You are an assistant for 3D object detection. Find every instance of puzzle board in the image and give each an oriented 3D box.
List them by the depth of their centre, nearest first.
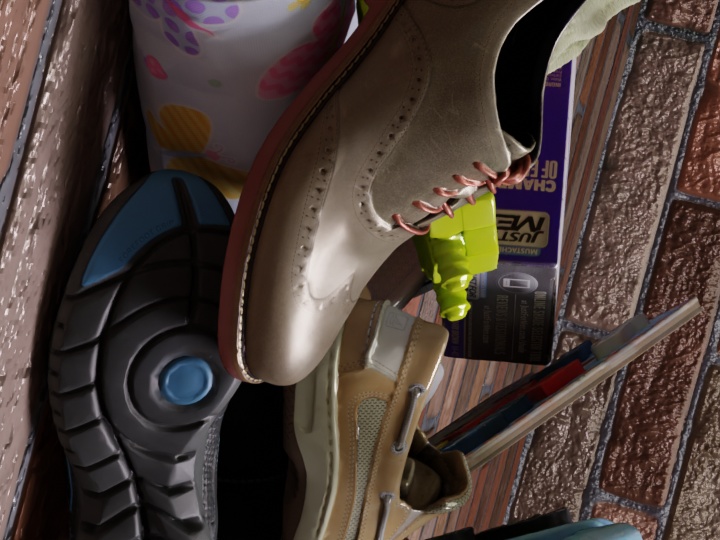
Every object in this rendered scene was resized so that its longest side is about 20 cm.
[{"bbox_3d":[0.070,0.077,1.199,0.200,0.017,0.151,-30,179,-39],"label":"puzzle board"}]

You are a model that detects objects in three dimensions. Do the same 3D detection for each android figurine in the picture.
[{"bbox_3d":[0.024,-0.078,1.048,0.182,0.041,0.201,88,-10,-75],"label":"android figurine"}]

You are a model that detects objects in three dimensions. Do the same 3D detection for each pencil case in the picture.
[{"bbox_3d":[-0.036,-0.073,0.835,0.091,0.083,0.200,-54,161,-26],"label":"pencil case"}]

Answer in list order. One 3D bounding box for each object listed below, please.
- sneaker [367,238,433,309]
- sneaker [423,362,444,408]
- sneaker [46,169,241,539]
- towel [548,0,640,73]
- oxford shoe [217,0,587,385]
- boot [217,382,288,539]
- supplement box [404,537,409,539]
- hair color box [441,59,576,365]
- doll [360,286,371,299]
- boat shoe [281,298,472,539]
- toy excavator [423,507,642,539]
[{"bbox_3d":[0.018,-0.006,1.288,0.200,0.070,0.099,-70,165,-48],"label":"sneaker"},{"bbox_3d":[-0.022,0.087,1.148,0.080,0.070,0.200,-64,-176,-23],"label":"sneaker"},{"bbox_3d":[-0.084,0.048,0.860,0.082,0.073,0.201,-110,-154,-60],"label":"sneaker"},{"bbox_3d":[0.062,-0.189,1.026,0.148,0.036,0.201,-45,115,-52],"label":"towel"},{"bbox_3d":[0.016,-0.039,0.775,0.070,0.075,0.200,-11,130,-64],"label":"oxford shoe"},{"bbox_3d":[-0.058,0.076,0.981,0.163,0.073,0.199,98,5,-49],"label":"boot"},{"bbox_3d":[-0.011,0.184,1.182,0.069,0.066,0.200,-55,-170,-20],"label":"supplement box"},{"bbox_3d":[0.082,-0.063,1.240,0.109,0.065,0.201,86,8,-60],"label":"hair color box"},{"bbox_3d":[-0.018,-0.041,1.090,0.200,0.048,0.137,85,9,-71],"label":"doll"},{"bbox_3d":[0.008,0.090,0.963,0.200,0.076,0.072,90,10,-51],"label":"boat shoe"},{"bbox_3d":[0.086,0.151,0.999,0.194,0.200,0.100,-8,79,-41],"label":"toy excavator"}]
